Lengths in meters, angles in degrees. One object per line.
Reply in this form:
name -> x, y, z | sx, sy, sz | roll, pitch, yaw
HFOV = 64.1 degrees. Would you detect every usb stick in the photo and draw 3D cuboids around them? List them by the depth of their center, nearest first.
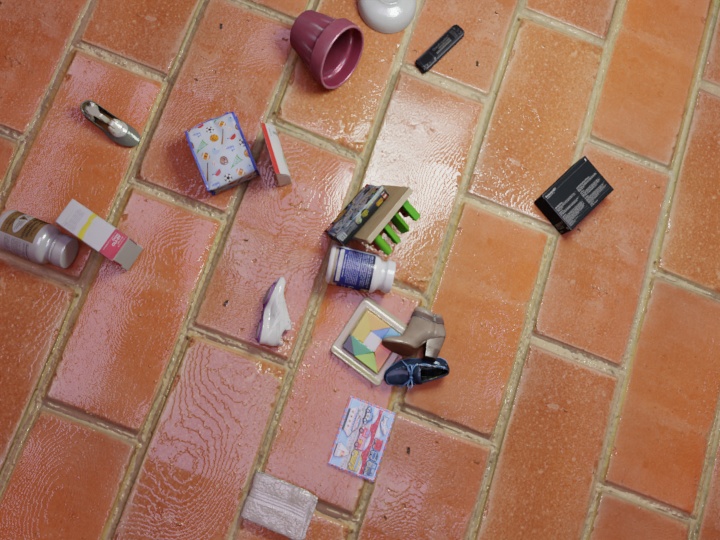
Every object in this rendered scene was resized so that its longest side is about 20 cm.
usb stick -> 0.259, -0.722, 1.870 | 0.055, 0.033, 0.200 | 43, 81, 10

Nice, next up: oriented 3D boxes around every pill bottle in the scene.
pill bottle -> -0.919, -0.085, 1.634 | 0.195, 0.114, 0.117 | 21, 80, -1
pill bottle -> 0.000, 0.000, 1.696 | 0.194, 0.116, 0.119 | 13, 80, -2

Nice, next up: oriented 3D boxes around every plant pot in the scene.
plant pot -> -0.115, -0.695, 1.765 | 0.178, 0.201, 0.201 | 39, 80, 18

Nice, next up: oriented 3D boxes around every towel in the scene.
towel -> -0.228, 0.665, 1.617 | 0.195, 0.035, 0.136 | 21, 80, -1

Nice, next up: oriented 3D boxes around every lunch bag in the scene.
lunch bag -> -0.412, -0.352, 1.714 | 0.167, 0.124, 0.204 | -25, 92, -7

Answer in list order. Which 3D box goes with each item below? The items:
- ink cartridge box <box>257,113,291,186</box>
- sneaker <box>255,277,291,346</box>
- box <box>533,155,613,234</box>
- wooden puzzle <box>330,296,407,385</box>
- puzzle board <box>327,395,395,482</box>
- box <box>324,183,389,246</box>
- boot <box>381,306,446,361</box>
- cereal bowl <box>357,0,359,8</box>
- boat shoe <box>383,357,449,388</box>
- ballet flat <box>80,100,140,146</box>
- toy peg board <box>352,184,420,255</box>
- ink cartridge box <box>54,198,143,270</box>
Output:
ink cartridge box -> -0.250, -0.355, 1.687 | 0.049, 0.200, 0.165 | -17, 83, -7
sneaker -> -0.243, 0.123, 1.691 | 0.097, 0.075, 0.206 | 17, 80, -21
box -> 0.669, -0.236, 1.806 | 0.199, 0.079, 0.142 | -41, 89, -9
wooden puzzle -> 0.035, 0.208, 1.707 | 0.183, 0.037, 0.202 | 35, 80, 2
puzzle board -> 0.005, 0.489, 1.672 | 0.147, 0.017, 0.205 | 20, 80, -2
box -> -0.013, -0.168, 1.702 | 0.040, 0.137, 0.201 | 43, 85, -23
boot -> 0.161, 0.177, 1.693 | 0.195, 0.070, 0.149 | 19, 58, -15
cereal bowl -> 0.090, -0.880, 1.855 | 0.194, 0.083, 0.206 | 1, 81, -6
boat shoe -> 0.165, 0.293, 1.678 | 0.195, 0.069, 0.086 | -17, 106, -5
ballet flat -> -0.756, -0.441, 1.728 | 0.197, 0.064, 0.068 | 33, 80, 1
toy peg board -> 0.068, -0.143, 1.706 | 0.098, 0.198, 0.201 | 45, 80, -24
ink cartridge box -> -0.739, -0.100, 1.635 | 0.198, 0.145, 0.084 | 34, 79, 1
